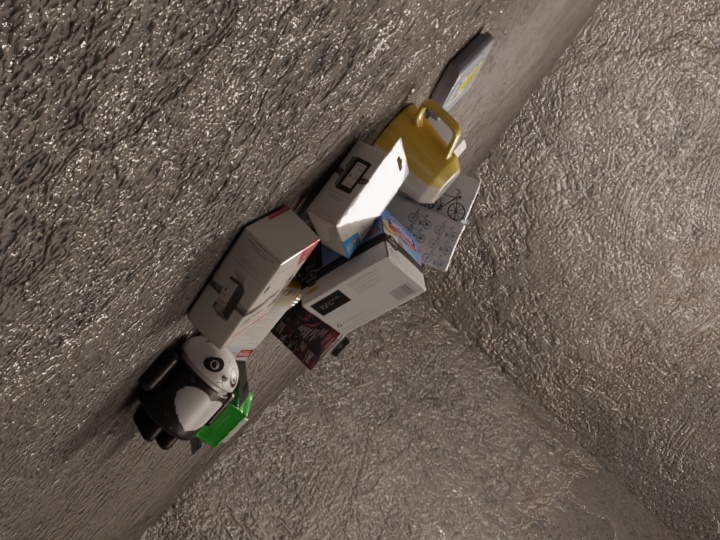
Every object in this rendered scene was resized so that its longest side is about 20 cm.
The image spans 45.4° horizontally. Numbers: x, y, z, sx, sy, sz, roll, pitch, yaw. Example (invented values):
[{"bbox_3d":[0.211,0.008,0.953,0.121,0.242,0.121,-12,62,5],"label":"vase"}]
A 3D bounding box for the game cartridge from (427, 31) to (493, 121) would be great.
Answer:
[{"bbox_3d":[0.198,-0.389,1.759,0.133,0.040,0.200,-43,172,-19],"label":"game cartridge"}]

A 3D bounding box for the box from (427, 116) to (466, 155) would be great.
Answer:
[{"bbox_3d":[0.138,-0.242,1.944,0.201,0.097,0.124,-49,174,6],"label":"box"}]

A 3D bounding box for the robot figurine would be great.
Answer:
[{"bbox_3d":[-0.298,0.209,1.478,0.200,0.125,0.150,-48,174,-1],"label":"robot figurine"}]

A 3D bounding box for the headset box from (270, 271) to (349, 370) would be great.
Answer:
[{"bbox_3d":[-0.107,0.096,1.801,0.149,0.200,0.075,-44,173,-36],"label":"headset box"}]

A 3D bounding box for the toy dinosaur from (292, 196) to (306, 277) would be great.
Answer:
[{"bbox_3d":[-0.129,-0.052,1.490,0.200,0.059,0.108,99,5,-76],"label":"toy dinosaur"}]

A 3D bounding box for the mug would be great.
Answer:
[{"bbox_3d":[0.110,-0.215,1.642,0.150,0.153,0.187,-46,173,-10],"label":"mug"}]

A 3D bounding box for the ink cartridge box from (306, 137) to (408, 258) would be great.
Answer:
[{"bbox_3d":[0.000,-0.139,1.499,0.201,0.067,0.117,-54,155,-18],"label":"ink cartridge box"}]

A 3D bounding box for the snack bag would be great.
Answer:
[{"bbox_3d":[0.128,-0.124,1.720,0.203,0.186,0.021,-65,166,0],"label":"snack bag"}]

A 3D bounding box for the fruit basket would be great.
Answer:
[{"bbox_3d":[-0.292,0.262,1.785,0.185,0.093,0.201,-45,-156,12],"label":"fruit basket"}]

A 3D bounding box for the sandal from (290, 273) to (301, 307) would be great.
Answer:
[{"bbox_3d":[-0.189,0.061,1.681,0.206,0.059,0.079,-39,151,-6],"label":"sandal"}]

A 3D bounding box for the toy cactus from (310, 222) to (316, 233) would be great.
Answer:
[{"bbox_3d":[-0.047,-0.080,1.725,0.165,0.102,0.201,-40,-169,48],"label":"toy cactus"}]

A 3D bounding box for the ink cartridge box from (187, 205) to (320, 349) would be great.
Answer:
[{"bbox_3d":[-0.170,0.011,1.368,0.201,0.085,0.145,-50,174,29],"label":"ink cartridge box"}]

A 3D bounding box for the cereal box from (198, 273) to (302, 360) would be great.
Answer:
[{"bbox_3d":[-0.204,0.081,1.583,0.201,0.040,0.143,-49,154,13],"label":"cereal box"}]

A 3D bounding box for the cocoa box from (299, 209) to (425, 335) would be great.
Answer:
[{"bbox_3d":[0.000,0.000,1.597,0.198,0.133,0.133,-30,-135,24],"label":"cocoa box"}]
